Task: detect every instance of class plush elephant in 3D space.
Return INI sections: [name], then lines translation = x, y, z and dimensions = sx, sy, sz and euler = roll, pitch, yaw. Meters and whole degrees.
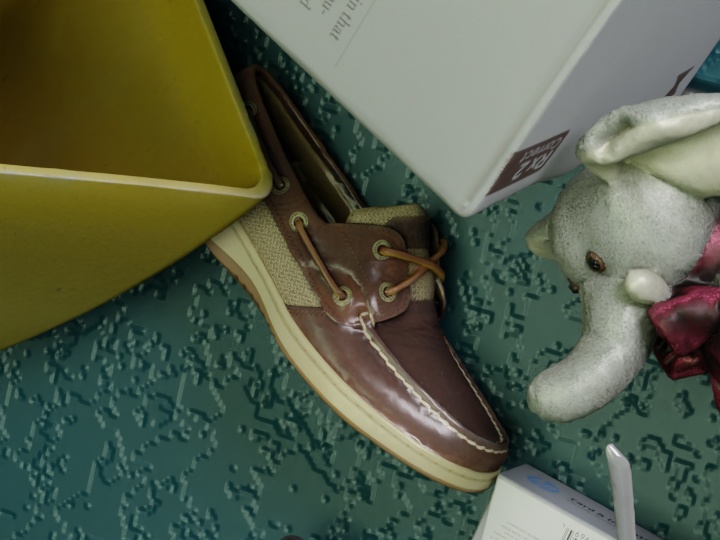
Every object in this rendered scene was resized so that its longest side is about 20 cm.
[plush elephant]
translation = 0.131, 0.013, 1.038
dimensions = 0.154, 0.165, 0.201
euler = 13, 70, 7

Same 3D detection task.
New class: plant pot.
[plant pot]
translation = -0.188, -0.067, 1.132
dimensions = 0.176, 0.199, 0.201
euler = -45, 55, 37

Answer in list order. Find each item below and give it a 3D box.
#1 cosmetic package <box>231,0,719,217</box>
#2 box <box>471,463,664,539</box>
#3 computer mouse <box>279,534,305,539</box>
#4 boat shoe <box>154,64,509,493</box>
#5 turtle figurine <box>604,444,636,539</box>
[cosmetic package]
translation = 0.048, -0.158, 1.036
dimensions = 0.200, 0.165, 0.165
euler = 43, 125, 14
[box]
translation = 0.087, 0.203, 1.129
dimensions = 0.155, 0.041, 0.201
euler = 27, 102, 19
[computer mouse]
translation = -0.065, 0.215, 1.175
dimensions = 0.199, 0.046, 0.141
euler = -33, 59, 21
[boat shoe]
translation = 0.000, 0.000, 1.139
dimensions = 0.072, 0.072, 0.200
euler = -46, 70, 20
[turtle figurine]
translation = 0.066, 0.210, 1.018
dimensions = 0.194, 0.144, 0.200
euler = 46, 124, -9
